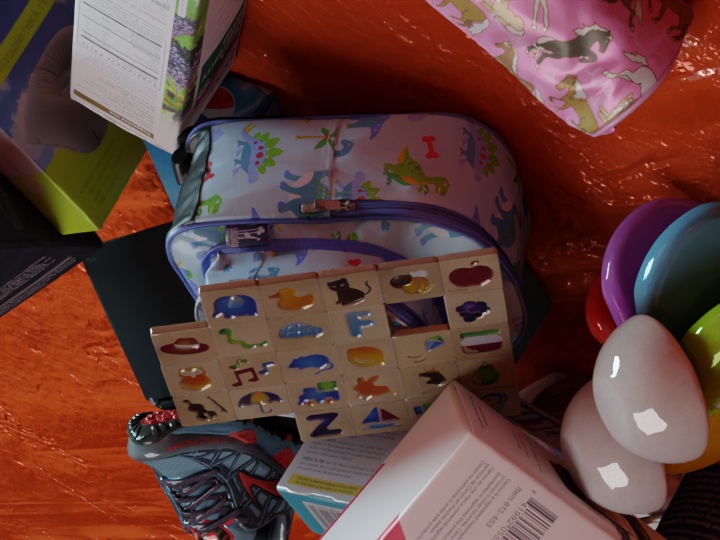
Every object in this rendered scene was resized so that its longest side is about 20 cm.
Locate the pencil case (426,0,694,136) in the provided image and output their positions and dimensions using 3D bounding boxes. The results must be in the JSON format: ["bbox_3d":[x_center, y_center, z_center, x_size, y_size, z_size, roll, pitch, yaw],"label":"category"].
[{"bbox_3d":[0.072,-0.152,1.295,0.200,0.083,0.086,37,155,-12],"label":"pencil case"}]

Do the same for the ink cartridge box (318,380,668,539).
[{"bbox_3d":[0.090,0.186,1.506,0.200,0.145,0.084,37,-169,-16],"label":"ink cartridge box"}]

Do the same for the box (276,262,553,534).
[{"bbox_3d":[0.035,0.078,1.629,0.082,0.200,0.049,6,144,44],"label":"box"}]

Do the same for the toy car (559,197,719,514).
[{"bbox_3d":[0.191,0.033,1.452,0.200,0.175,0.150,107,140,-66],"label":"toy car"}]

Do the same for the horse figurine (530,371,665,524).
[{"bbox_3d":[0.144,0.141,1.685,0.132,0.050,0.200,-7,119,1],"label":"horse figurine"}]

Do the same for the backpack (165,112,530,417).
[{"bbox_3d":[0.000,0.000,1.547,0.199,0.147,0.183,-6,146,14],"label":"backpack"}]

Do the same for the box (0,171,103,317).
[{"bbox_3d":[-0.291,-0.067,1.663,0.197,0.117,0.200,58,-167,8],"label":"box"}]

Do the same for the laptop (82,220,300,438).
[{"bbox_3d":[-0.076,0.045,1.783,0.200,0.104,0.177,14,167,-28],"label":"laptop"}]

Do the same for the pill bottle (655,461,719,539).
[{"bbox_3d":[0.231,0.197,1.623,0.116,0.200,0.116,26,156,13],"label":"pill bottle"}]

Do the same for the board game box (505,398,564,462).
[{"bbox_3d":[0.089,0.149,1.650,0.200,0.034,0.135,28,119,55],"label":"board game box"}]

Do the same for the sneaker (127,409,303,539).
[{"bbox_3d":[-0.094,0.151,1.810,0.079,0.096,0.200,-3,165,29],"label":"sneaker"}]

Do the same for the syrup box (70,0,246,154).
[{"bbox_3d":[-0.116,-0.156,1.514,0.081,0.079,0.200,29,156,6],"label":"syrup box"}]

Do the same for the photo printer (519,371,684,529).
[{"bbox_3d":[0.148,0.178,1.787,0.200,0.070,0.166,41,128,-18],"label":"photo printer"}]

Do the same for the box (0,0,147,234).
[{"bbox_3d":[-0.210,-0.132,1.620,0.048,0.122,0.200,-4,139,44],"label":"box"}]

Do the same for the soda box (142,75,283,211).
[{"bbox_3d":[-0.076,-0.045,1.697,0.068,0.064,0.200,21,153,25],"label":"soda box"}]

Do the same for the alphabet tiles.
[{"bbox_3d":[-0.013,0.049,1.480,0.199,0.008,0.167,-7,145,4],"label":"alphabet tiles"}]
